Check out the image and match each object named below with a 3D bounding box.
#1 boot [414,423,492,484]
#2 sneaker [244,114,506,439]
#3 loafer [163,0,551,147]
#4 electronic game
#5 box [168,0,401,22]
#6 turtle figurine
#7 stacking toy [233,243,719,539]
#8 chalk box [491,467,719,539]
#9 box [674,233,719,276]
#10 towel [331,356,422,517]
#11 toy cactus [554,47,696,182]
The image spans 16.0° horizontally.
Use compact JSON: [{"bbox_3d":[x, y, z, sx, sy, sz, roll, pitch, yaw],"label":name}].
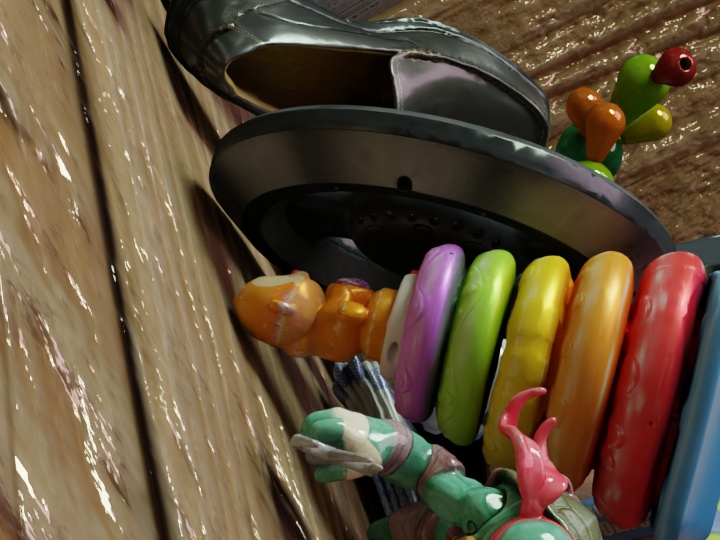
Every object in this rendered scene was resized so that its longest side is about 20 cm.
[{"bbox_3d":[0.020,0.027,1.326,0.155,0.076,0.201,-79,150,-75],"label":"boot"},{"bbox_3d":[0.000,0.000,1.202,0.200,0.075,0.087,48,8,31],"label":"sneaker"},{"bbox_3d":[0.005,-0.080,1.200,0.199,0.073,0.072,13,26,-23],"label":"loafer"},{"bbox_3d":[0.034,-0.019,1.071,0.200,0.199,0.042,54,47,-61],"label":"electronic game"},{"bbox_3d":[-0.016,-0.193,1.351,0.105,0.183,0.200,62,4,4],"label":"box"},{"bbox_3d":[0.042,0.115,0.910,0.200,0.100,0.151,83,-10,-79],"label":"turtle figurine"},{"bbox_3d":[0.048,0.031,0.990,0.116,0.199,0.110,14,90,-84],"label":"stacking toy"},{"bbox_3d":[0.125,0.128,1.093,0.200,0.124,0.124,-109,-166,-46],"label":"chalk box"},{"bbox_3d":[0.222,0.076,1.326,0.200,0.104,0.183,-3,-82,57],"label":"box"},{"bbox_3d":[0.041,0.147,1.134,0.147,0.024,0.201,60,8,-58],"label":"towel"},{"bbox_3d":[0.109,-0.017,1.307,0.165,0.102,0.201,14,-86,64],"label":"toy cactus"}]
